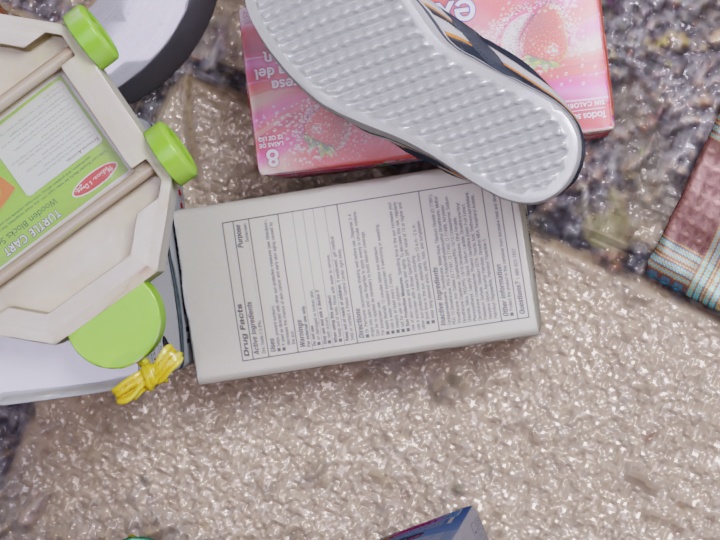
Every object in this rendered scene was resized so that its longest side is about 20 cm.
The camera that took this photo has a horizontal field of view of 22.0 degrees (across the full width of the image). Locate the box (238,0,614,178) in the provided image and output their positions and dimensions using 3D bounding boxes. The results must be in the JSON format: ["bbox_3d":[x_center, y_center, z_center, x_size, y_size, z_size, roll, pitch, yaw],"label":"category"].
[{"bbox_3d":[0.040,-0.111,1.050,0.198,0.103,0.095,-7,91,6],"label":"box"}]

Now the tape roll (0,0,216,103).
[{"bbox_3d":[-0.184,-0.191,1.094,0.199,0.066,0.202,0,91,8],"label":"tape roll"}]

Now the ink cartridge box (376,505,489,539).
[{"bbox_3d":[0.046,0.213,1.003,0.076,0.200,0.137,-24,88,7],"label":"ink cartridge box"}]

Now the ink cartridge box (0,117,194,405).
[{"bbox_3d":[-0.148,-0.009,1.026,0.082,0.200,0.148,-8,91,4],"label":"ink cartridge box"}]

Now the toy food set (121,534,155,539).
[{"bbox_3d":[-0.118,0.261,1.101,0.197,0.049,0.201,33,95,6],"label":"toy food set"}]

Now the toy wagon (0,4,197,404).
[{"bbox_3d":[-0.155,-0.025,0.906,0.155,0.040,0.201,-35,89,4],"label":"toy wagon"}]

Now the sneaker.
[{"bbox_3d":[0.029,-0.100,0.963,0.200,0.079,0.079,38,100,9],"label":"sneaker"}]

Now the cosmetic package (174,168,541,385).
[{"bbox_3d":[0.000,0.000,1.070,0.198,0.071,0.106,-7,91,7],"label":"cosmetic package"}]

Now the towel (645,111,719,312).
[{"bbox_3d":[0.278,-0.019,1.042,0.199,0.022,0.147,27,98,15],"label":"towel"}]
